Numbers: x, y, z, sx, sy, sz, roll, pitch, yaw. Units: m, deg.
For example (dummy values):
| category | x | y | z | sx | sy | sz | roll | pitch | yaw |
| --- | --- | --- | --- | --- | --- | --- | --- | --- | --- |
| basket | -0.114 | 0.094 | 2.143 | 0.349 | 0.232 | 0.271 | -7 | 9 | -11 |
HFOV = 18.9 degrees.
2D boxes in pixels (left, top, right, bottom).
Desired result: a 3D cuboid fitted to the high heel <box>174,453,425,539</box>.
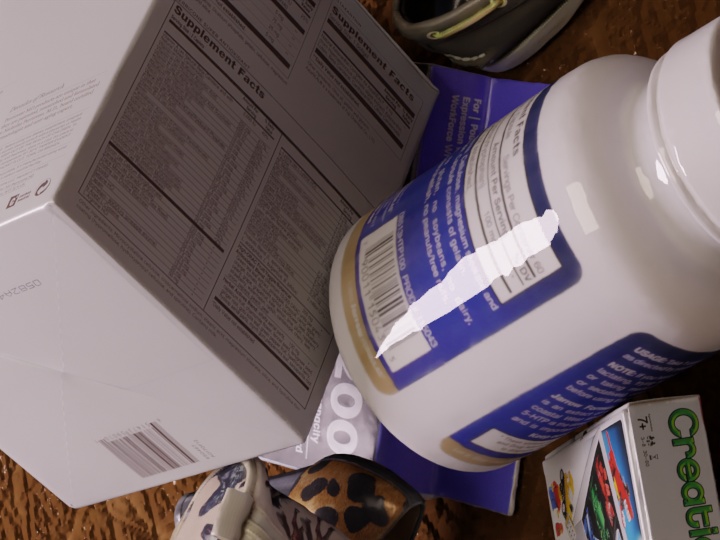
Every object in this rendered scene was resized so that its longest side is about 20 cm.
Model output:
| category | x | y | z | sx | sy | sz | roll | pitch | yaw |
| --- | --- | --- | --- | --- | --- | --- | --- | --- | --- |
| high heel | -0.006 | 0.185 | 0.976 | 0.142 | 0.071 | 0.202 | -15 | 94 | 42 |

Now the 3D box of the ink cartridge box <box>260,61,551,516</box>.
| category | x | y | z | sx | sy | sz | roll | pitch | yaw |
| --- | --- | --- | --- | --- | --- | --- | --- | --- | --- |
| ink cartridge box | 0.000 | 0.000 | 1.020 | 0.199 | 0.043 | 0.200 | 9 | 93 | 43 |

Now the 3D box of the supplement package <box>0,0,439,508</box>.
| category | x | y | z | sx | sy | sz | roll | pitch | yaw |
| --- | --- | --- | --- | --- | --- | --- | --- | --- | --- |
| supplement package | -0.089 | -0.034 | 0.917 | 0.151 | 0.151 | 0.201 | -19 | 38 | 40 |

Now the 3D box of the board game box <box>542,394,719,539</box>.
| category | x | y | z | sx | sy | sz | roll | pitch | yaw |
| --- | --- | --- | --- | --- | --- | --- | --- | --- | --- |
| board game box | 0.118 | 0.160 | 0.853 | 0.126 | 0.034 | 0.202 | 127 | 136 | -73 |

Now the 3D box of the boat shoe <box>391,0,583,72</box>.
| category | x | y | z | sx | sy | sz | roll | pitch | yaw |
| --- | --- | --- | --- | --- | --- | --- | --- | --- | --- |
| boat shoe | 0.091 | -0.165 | 0.929 | 0.202 | 0.060 | 0.072 | -47 | 55 | 31 |

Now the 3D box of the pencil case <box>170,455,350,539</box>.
| category | x | y | z | sx | sy | sz | roll | pitch | yaw |
| --- | --- | --- | --- | --- | --- | --- | --- | --- | --- |
| pencil case | 0.002 | 0.158 | 0.903 | 0.089 | 0.200 | 0.078 | -29 | 28 | 51 |

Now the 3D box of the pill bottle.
| category | x | y | z | sx | sy | sz | roll | pitch | yaw |
| --- | --- | --- | --- | --- | --- | --- | --- | --- | --- |
| pill bottle | 0.092 | -0.012 | 0.831 | 0.200 | 0.119 | 0.121 | -33 | 65 | 40 |
